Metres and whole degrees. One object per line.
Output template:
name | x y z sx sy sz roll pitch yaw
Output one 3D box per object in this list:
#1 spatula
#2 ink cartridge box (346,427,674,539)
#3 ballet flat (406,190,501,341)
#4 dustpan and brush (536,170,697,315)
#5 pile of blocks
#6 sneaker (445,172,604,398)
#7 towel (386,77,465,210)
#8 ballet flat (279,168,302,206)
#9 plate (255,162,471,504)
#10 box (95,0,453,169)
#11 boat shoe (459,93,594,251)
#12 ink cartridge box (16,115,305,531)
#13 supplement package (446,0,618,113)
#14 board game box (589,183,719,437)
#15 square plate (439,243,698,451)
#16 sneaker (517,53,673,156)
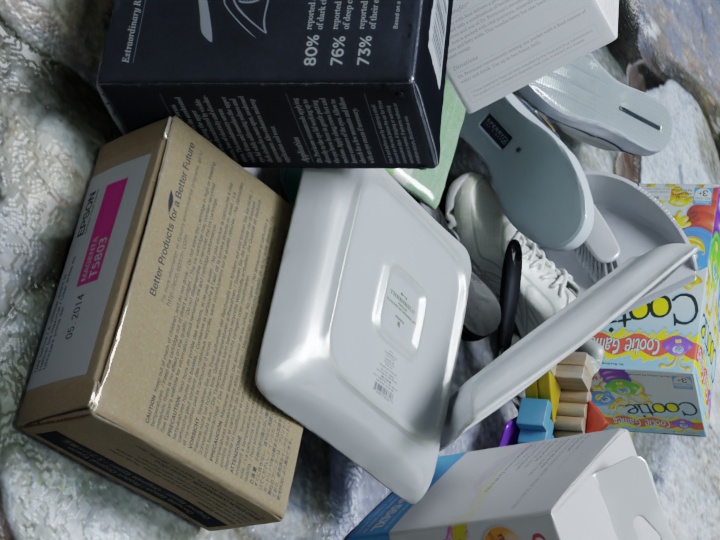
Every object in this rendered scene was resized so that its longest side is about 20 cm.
spatula | 0.118 0.076 1.205 0.056 0.020 0.202 -9 99 -59
ink cartridge box | 0.118 0.201 1.060 0.125 0.199 0.129 -34 104 -50
ballet flat | 0.038 -0.025 1.169 0.066 0.057 0.201 -40 107 -21
dustpan and brush | 0.187 -0.055 1.324 0.057 0.139 0.201 69 -4 -55
pile of blocks | 0.165 0.151 1.208 0.082 0.062 0.201 -40 126 -55
sneaker | 0.134 0.007 1.242 0.075 0.081 0.201 -42 110 -47
towel | -0.003 -0.156 1.132 0.200 0.023 0.153 35 51 -23
ballet flat | 0.000 0.000 1.092 0.071 0.070 0.201 -30 103 -51
plate | 0.016 0.027 1.008 0.200 0.032 0.201 43 51 -46
box | -0.047 -0.151 0.953 0.104 0.199 0.149 66 28 -62
boat shoe | 0.143 -0.086 1.233 0.091 0.071 0.201 22 29 -49
ink cartridge box | -0.104 0.035 0.936 0.165 0.075 0.201 37 52 -37
supplement package | 0.084 -0.237 1.067 0.201 0.121 0.120 58 22 -18
board game box | 0.262 0.032 1.351 0.103 0.104 0.201 65 33 -50
square plate | 0.130 0.056 1.079 0.200 0.198 0.029 -35 83 -13
sneaker | 0.183 -0.149 1.337 0.199 0.071 0.073 29 71 -31
